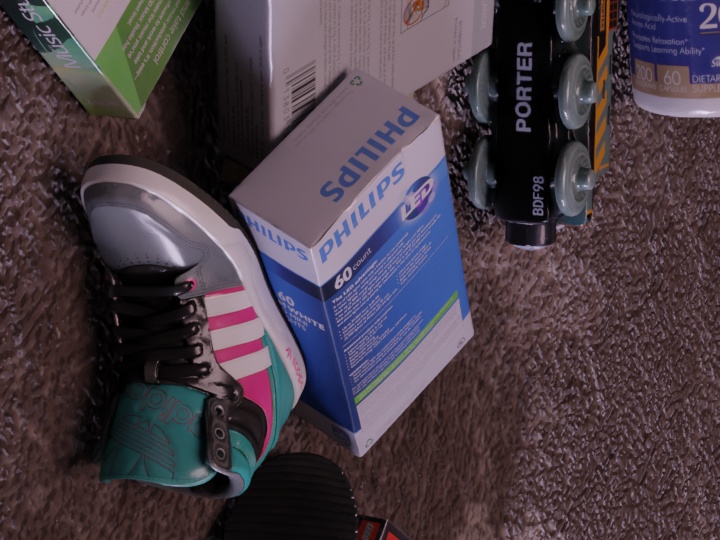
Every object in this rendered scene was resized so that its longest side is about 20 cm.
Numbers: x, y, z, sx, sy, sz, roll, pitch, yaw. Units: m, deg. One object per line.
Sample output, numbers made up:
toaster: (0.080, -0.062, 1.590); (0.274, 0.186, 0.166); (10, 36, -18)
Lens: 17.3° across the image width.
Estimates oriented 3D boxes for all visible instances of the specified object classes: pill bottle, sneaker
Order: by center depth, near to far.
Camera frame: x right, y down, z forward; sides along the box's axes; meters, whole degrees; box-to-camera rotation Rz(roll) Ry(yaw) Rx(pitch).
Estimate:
sneaker: (-0.098, 0.047, 1.173); (0.200, 0.084, 0.121); (60, 40, -42)
sneaker: (-0.045, 0.198, 1.287); (0.089, 0.074, 0.200); (102, -5, -61)
pill bottle: (0.227, -0.209, 1.557); (0.111, 0.111, 0.200); (-28, 118, -49)

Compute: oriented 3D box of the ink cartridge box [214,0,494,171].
ink cartridge box: (0.000, -0.166, 1.197); (0.174, 0.044, 0.200); (-36, 142, -36)

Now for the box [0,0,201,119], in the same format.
box: (-0.134, -0.188, 1.118); (0.200, 0.036, 0.144); (53, 54, -43)

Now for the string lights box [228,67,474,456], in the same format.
string lights box: (0.000, 0.000, 1.248); (0.103, 0.059, 0.200); (-46, 151, -22)

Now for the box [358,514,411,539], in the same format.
box: (0.025, 0.245, 1.412); (0.200, 0.038, 0.137); (44, 60, -49)

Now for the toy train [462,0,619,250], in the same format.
toy train: (0.116, -0.115, 1.448); (0.114, 0.085, 0.200); (-22, 114, -62)

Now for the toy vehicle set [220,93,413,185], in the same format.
toy vehicle set: (-0.011, -0.132, 1.307); (0.124, 0.026, 0.200); (21, 79, -54)
